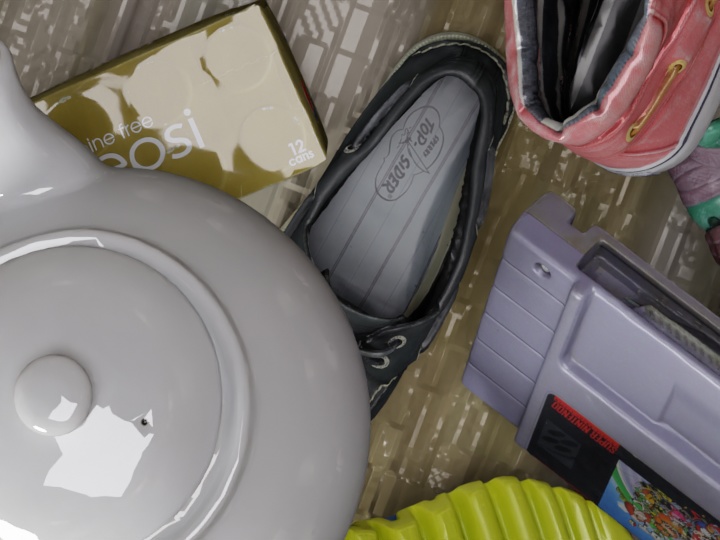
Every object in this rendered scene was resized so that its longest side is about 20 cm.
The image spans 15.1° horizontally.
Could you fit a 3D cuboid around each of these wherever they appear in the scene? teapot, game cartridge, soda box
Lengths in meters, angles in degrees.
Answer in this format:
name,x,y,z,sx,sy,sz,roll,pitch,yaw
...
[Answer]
name,x,y,z,sx,sy,sz,roll,pitch,yaw
teapot,-0.090,0.055,0.945,0.199,0.146,0.198,29,87,8
game cartridge,0.128,0.069,1.022,0.200,0.130,0.038,38,58,14
soda box,-0.115,-0.037,1.058,0.199,0.064,0.068,-24,97,3

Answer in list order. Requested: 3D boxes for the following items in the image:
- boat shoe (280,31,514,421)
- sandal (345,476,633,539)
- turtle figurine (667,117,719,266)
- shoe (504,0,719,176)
name,x,y,z,sx,sy,sz,roll,pitch,yaw
boat shoe,0.002,0.001,1.062,0.074,0.066,0.200,32,97,-5
sandal,0.018,0.128,1.078,0.199,0.087,0.080,2,72,-19
turtle figurine,0.179,0.033,1.042,0.100,0.150,0.201,-20,89,20
shoe,0.110,-0.133,0.960,0.071,0.091,0.201,20,94,25
